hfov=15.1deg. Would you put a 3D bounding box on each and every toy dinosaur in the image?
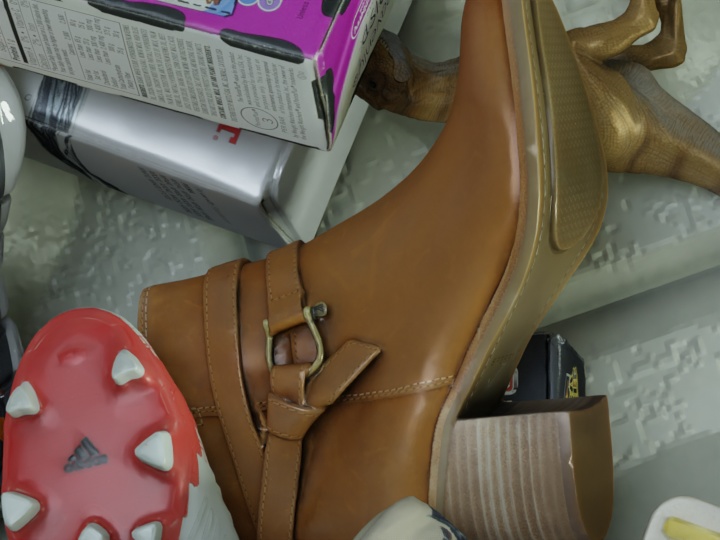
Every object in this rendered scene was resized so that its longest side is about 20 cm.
[{"bbox_3d":[0.089,-0.057,0.953,0.199,0.060,0.107,19,80,-2],"label":"toy dinosaur"}]

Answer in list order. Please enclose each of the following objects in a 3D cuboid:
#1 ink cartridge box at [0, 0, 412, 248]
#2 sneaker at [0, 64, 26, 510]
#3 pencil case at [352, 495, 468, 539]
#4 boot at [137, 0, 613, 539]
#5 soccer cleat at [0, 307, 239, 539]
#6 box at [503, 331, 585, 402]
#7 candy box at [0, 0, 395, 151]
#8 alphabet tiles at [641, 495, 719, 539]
[{"bbox_3d":[-0.087,-0.110,0.993,0.199,0.084,0.145,20,80,15],"label":"ink cartridge box"},{"bbox_3d":[-0.171,0.024,0.937,0.077,0.112,0.201,12,117,21],"label":"sneaker"},{"bbox_3d":[0.065,0.151,0.829,0.200,0.078,0.090,32,61,7],"label":"pencil case"},{"bbox_3d":[0.000,0.000,0.897,0.154,0.074,0.201,-4,82,22],"label":"boot"},{"bbox_3d":[-0.063,0.110,0.881,0.068,0.085,0.201,-22,80,8],"label":"soccer cleat"},{"bbox_3d":[-0.021,0.125,0.943,0.199,0.050,0.200,-2,76,17],"label":"box"},{"bbox_3d":[-0.081,-0.132,0.908,0.199,0.061,0.137,16,63,13],"label":"candy box"},{"bbox_3d":[0.108,0.178,0.870,0.195,0.015,0.201,21,77,7],"label":"alphabet tiles"}]
